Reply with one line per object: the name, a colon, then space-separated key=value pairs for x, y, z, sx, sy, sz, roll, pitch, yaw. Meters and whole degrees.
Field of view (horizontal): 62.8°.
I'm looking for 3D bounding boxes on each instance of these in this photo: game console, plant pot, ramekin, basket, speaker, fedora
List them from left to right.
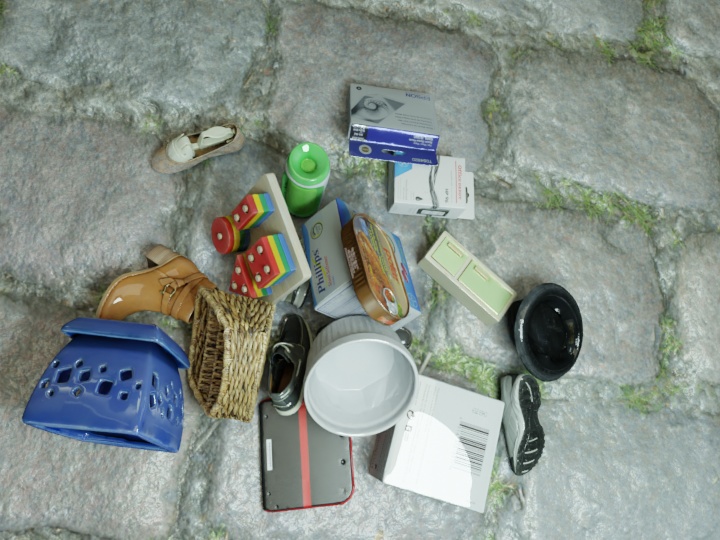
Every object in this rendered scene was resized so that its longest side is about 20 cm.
plant pot: x=-0.404 y=0.191 z=0.991 sx=0.195 sy=0.201 sz=0.184 roll=5 pitch=67 yaw=5
basket: x=-0.239 y=0.154 z=1.029 sx=0.145 sy=0.143 sz=0.204 roll=13 pitch=114 yaw=-7
speaker: x=-0.107 y=-0.169 z=1.139 sx=0.086 sy=0.200 sz=0.091 roll=2 pitch=76 yaw=-9
game console: x=-0.100 y=0.340 z=1.111 sx=0.172 sy=0.031 sz=0.205 roll=-4 pitch=76 yaw=-5
ramekin: x=-0.004 y=0.175 z=1.024 sx=0.195 sy=0.106 sz=0.205 roll=-4 pitch=118 yaw=-7
fedora: x=0.359 y=0.121 z=1.196 sx=0.196 sy=0.091 sz=0.206 roll=-2 pitch=94 yaw=-29

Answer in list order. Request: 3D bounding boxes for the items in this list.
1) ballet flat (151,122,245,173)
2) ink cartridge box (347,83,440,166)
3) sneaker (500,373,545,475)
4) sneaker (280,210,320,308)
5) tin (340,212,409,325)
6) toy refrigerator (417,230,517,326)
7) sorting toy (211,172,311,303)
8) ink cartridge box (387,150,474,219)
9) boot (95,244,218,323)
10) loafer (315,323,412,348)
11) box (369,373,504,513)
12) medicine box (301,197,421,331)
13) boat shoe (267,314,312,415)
ballet flat: x=-0.329 y=-0.255 z=1.189 sx=0.197 sy=0.067 sz=0.069 roll=-24 pitch=81 yaw=-14
ink cartridge box: x=0.068 y=-0.312 z=1.249 sx=0.194 sy=0.041 sz=0.203 roll=5 pitch=52 yaw=-9
sneaker: x=0.315 y=0.304 z=1.175 sx=0.072 sy=0.079 sz=0.206 roll=-3 pitch=92 yaw=-30
sneaker: x=-0.135 y=-0.039 z=1.167 sx=0.113 sy=0.076 sz=0.205 roll=20 pitch=76 yaw=-7
tin: x=0.024 y=-0.003 z=0.979 sx=0.111 sy=0.042 sz=0.204 roll=20 pitch=44 yaw=-44
toy refrigerator: x=0.221 y=0.017 z=1.221 sx=0.199 sy=0.070 sz=0.076 roll=41 pitch=74 yaw=2
sorting toy: x=-0.198 y=-0.039 z=1.087 sx=0.069 sy=0.198 sz=0.204 roll=-13 pitch=77 yaw=-41
ink cartridge box: x=0.160 y=-0.180 z=1.258 sx=0.195 sy=0.068 sz=0.119 roll=4 pitch=76 yaw=-10
boot: x=-0.373 y=0.058 z=1.087 sx=0.153 sy=0.074 sz=0.201 roll=32 pitch=69 yaw=13
loafer: x=0.012 y=0.135 z=1.154 sx=0.195 sy=0.072 sz=0.075 roll=-2 pitch=76 yaw=-11
box: x=0.141 y=0.316 z=1.103 sx=0.196 sy=0.131 sz=0.203 roll=18 pitch=74 yaw=-5
medicine box: x=0.000 y=0.000 z=1.089 sx=0.198 sy=0.102 sz=0.185 roll=28 pitch=38 yaw=-44
boat shoe: x=-0.132 y=0.160 z=1.091 sx=0.070 sy=0.068 sz=0.203 roll=-13 pitch=47 yaw=19
